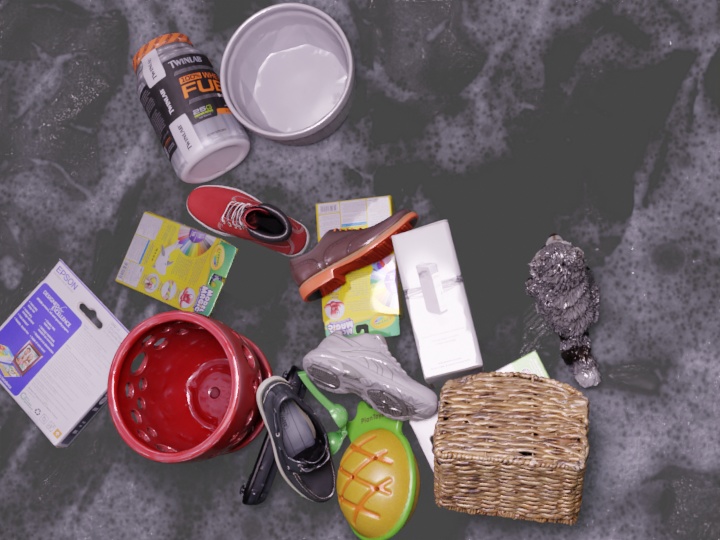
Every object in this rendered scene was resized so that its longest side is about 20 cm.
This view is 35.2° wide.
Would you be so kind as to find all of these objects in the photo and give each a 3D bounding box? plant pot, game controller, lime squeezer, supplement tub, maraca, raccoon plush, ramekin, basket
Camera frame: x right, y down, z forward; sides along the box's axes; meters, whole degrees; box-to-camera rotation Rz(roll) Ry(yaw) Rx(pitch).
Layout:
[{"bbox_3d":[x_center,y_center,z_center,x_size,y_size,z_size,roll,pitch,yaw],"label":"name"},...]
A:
[{"bbox_3d":[-0.223,0.168,1.574,0.197,0.182,0.204,-4,77,17],"label":"plant pot"},{"bbox_3d":[-0.123,0.230,1.591,0.042,0.104,0.202,22,84,-10],"label":"game controller"},{"bbox_3d":[-0.050,0.229,1.579,0.038,0.070,0.203,36,132,50],"label":"lime squeezer"},{"bbox_3d":[-0.256,-0.243,1.686,0.122,0.123,0.202,-30,77,5],"label":"supplement tub"},{"bbox_3d":[0.023,0.270,1.555,0.136,0.106,0.203,-23,58,36],"label":"maraca"},{"bbox_3d":[0.291,0.049,1.522,0.096,0.134,0.202,-29,76,4],"label":"raccoon plush"},{"bbox_3d":[-0.099,-0.280,1.671,0.197,0.105,0.203,-2,80,10],"label":"ramekin"},{"bbox_3d":[0.195,0.227,1.481,0.197,0.150,0.144,3,51,9],"label":"basket"}]

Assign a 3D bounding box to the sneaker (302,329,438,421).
[{"bbox_3d":[0.025,0.131,1.545,0.198,0.078,0.100,23,55,18],"label":"sneaker"}]

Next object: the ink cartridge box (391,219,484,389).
[{"bbox_3d":[0.107,0.049,1.552,0.083,0.144,0.203,-13,77,4],"label":"ink cartridge box"}]

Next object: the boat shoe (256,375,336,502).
[{"bbox_3d":[-0.075,0.236,1.524,0.074,0.066,0.202,-27,111,-23],"label":"boat shoe"}]

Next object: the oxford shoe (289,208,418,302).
[{"bbox_3d":[-0.012,-0.038,1.583,0.199,0.071,0.073,-32,72,5],"label":"oxford shoe"}]

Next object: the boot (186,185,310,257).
[{"bbox_3d":[-0.177,-0.084,1.634,0.198,0.144,0.073,21,87,15],"label":"boot"}]

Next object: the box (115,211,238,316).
[{"bbox_3d":[-0.260,-0.005,1.650,0.199,0.048,0.119,20,85,39],"label":"box"}]

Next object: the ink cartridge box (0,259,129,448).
[{"bbox_3d":[-0.446,0.124,1.702,0.198,0.043,0.200,44,93,14],"label":"ink cartridge box"}]

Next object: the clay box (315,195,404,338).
[{"bbox_3d":[0.000,0.000,1.634,0.113,0.048,0.203,-5,81,10],"label":"clay box"}]

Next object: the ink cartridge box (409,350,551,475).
[{"bbox_3d":[0.179,0.209,1.553,0.198,0.067,0.118,-27,78,5],"label":"ink cartridge box"}]
